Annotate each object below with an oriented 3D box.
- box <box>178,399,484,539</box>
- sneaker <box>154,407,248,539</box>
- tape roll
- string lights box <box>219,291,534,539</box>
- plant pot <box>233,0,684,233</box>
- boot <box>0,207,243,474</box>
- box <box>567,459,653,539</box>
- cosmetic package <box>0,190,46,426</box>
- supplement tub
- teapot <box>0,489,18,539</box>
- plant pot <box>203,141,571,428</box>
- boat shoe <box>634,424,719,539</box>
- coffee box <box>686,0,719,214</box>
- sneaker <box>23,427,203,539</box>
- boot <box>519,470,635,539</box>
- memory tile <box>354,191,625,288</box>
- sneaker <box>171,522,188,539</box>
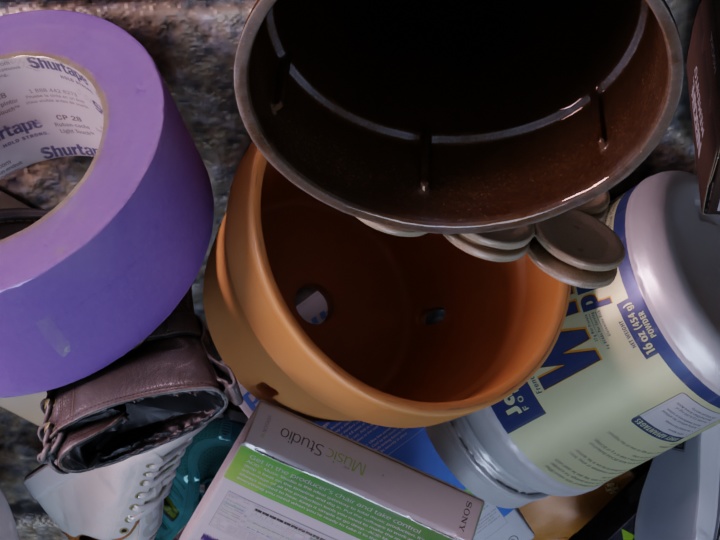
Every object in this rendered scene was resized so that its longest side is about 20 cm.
[{"bbox_3d":[-0.026,0.160,1.353,0.143,0.037,0.200,25,147,-5],"label":"box"},{"bbox_3d":[-0.107,0.162,1.547,0.077,0.080,0.201,12,138,-13],"label":"sneaker"},{"bbox_3d":[-0.183,-0.038,1.214,0.198,0.201,0.085,-9,141,13],"label":"tape roll"},{"bbox_3d":[0.011,0.112,1.421,0.102,0.059,0.201,-35,110,1],"label":"string lights box"},{"bbox_3d":[0.045,-0.158,1.065,0.198,0.200,0.201,1,141,1],"label":"plant pot"},{"bbox_3d":[-0.164,0.040,1.233,0.198,0.175,0.069,-18,132,9],"label":"boot"},{"bbox_3d":[0.237,0.207,1.513,0.143,0.036,0.201,-42,119,-15],"label":"box"},{"bbox_3d":[-0.213,0.021,1.386,0.199,0.074,0.103,30,133,-31],"label":"cosmetic package"},{"bbox_3d":[0.143,0.046,1.349,0.199,0.146,0.145,-32,130,33],"label":"supplement tub"},{"bbox_3d":[-0.310,0.227,1.522,0.197,0.199,0.147,18,128,44],"label":"teapot"},{"bbox_3d":[0.000,0.000,1.280,0.199,0.202,0.140,20,155,-21],"label":"plant pot"},{"bbox_3d":[0.222,0.117,1.430,0.066,0.202,0.070,6,-179,-25],"label":"boat shoe"},{"bbox_3d":[0.279,-0.092,1.207,0.198,0.114,0.080,2,141,0],"label":"coffee box"},{"bbox_3d":[-0.140,0.132,1.490,0.085,0.073,0.200,57,140,-1],"label":"sneaker"},{"bbox_3d":[0.116,0.175,1.517,0.143,0.071,0.203,-5,110,4],"label":"boot"},{"bbox_3d":[0.053,-0.065,1.180,0.152,0.201,0.017,12,123,-16],"label":"memory tile"},{"bbox_3d":[-0.049,0.156,1.499,0.199,0.076,0.077,-33,164,-17],"label":"sneaker"}]
